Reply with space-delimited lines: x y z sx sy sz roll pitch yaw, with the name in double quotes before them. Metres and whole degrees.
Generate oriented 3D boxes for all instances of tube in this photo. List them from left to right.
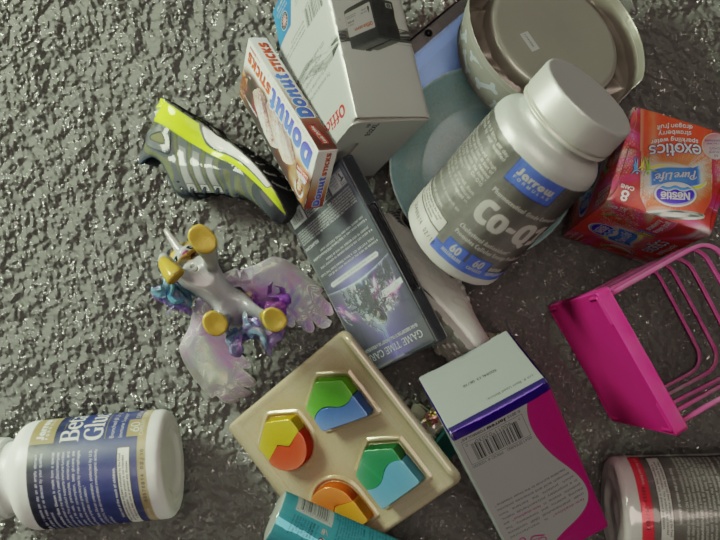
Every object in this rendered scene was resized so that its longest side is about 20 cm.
"tube" 0.006 0.277 0.896 0.199 0.078 0.050 25 131 -4

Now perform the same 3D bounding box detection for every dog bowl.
"dog bowl" 0.188 -0.226 0.941 0.199 0.059 0.201 8 63 -17

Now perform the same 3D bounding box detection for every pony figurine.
"pony figurine" -0.131 0.032 0.934 0.166 0.200 0.193 -43 101 -8

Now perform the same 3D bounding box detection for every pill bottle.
"pill bottle" -0.289 0.205 0.946 0.199 0.111 0.112 -6 86 1
"pill bottle" 0.144 -0.089 0.851 0.114 0.114 0.200 44 125 4
"pill bottle" 0.350 0.239 0.924 0.199 0.111 0.111 -2 86 2

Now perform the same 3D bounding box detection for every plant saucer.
"plant saucer" 0.128 -0.111 0.972 0.200 0.039 0.202 0 90 -3

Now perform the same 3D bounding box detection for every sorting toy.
"sorting toy" -0.025 0.185 0.931 0.200 0.036 0.185 -41 85 29

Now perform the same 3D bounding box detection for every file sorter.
"file sorter" 0.289 0.061 0.896 0.125 0.200 0.139 -28 85 -3

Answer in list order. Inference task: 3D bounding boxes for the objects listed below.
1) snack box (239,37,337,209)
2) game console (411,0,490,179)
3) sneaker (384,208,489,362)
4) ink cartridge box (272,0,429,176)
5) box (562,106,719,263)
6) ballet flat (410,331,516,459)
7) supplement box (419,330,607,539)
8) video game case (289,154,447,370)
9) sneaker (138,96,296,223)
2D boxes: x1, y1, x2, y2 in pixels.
"snack box" -0.077 -0.153 0.939 0.024 0.072 0.200 -7 46 -27
"game console" 0.124 -0.194 1.004 0.200 0.031 0.177 -40 85 -1
"sneaker" 0.074 0.015 0.953 0.080 0.077 0.200 -33 69 -25
"ink cartridge box" -0.015 -0.210 0.929 0.083 0.145 0.201 -5 74 -24
"box" 0.274 -0.076 0.905 0.099 0.200 0.096 19 84 3
"ballet flat" 0.092 0.145 0.970 0.064 0.076 0.200 36 82 35
"supplement box" 0.149 0.177 0.895 0.101 0.103 0.201 -27 118 -1
"video game case" 0.000 0.000 0.945 0.019 0.143 0.201 -26 85 -33
"sneaker" -0.152 -0.101 0.985 0.200 0.074 0.081 36 99 20
